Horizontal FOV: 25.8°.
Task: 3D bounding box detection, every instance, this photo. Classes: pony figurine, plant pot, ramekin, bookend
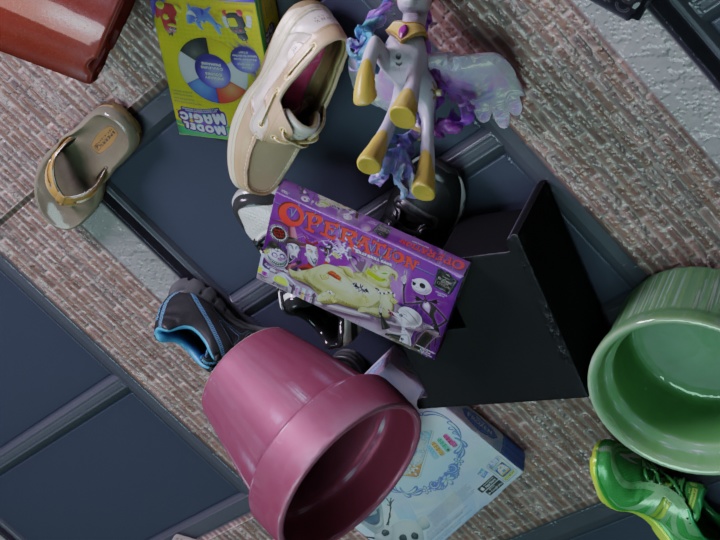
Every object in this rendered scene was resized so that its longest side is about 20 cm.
[{"bbox_3d":[0.050,-0.165,1.391,0.165,0.201,0.194,2,145,16],"label":"pony figurine"},{"bbox_3d":[-0.064,0.163,1.650,0.179,0.199,0.201,42,143,30],"label":"plant pot"},{"bbox_3d":[-0.306,-0.279,1.453,0.194,0.202,0.201,25,136,-7],"label":"plant pot"},{"bbox_3d":[0.327,0.092,1.518,0.198,0.098,0.201,14,133,15],"label":"ramekin"},{"bbox_3d":[0.120,0.030,1.571,0.199,0.092,0.200,-8,123,33],"label":"bookend"}]

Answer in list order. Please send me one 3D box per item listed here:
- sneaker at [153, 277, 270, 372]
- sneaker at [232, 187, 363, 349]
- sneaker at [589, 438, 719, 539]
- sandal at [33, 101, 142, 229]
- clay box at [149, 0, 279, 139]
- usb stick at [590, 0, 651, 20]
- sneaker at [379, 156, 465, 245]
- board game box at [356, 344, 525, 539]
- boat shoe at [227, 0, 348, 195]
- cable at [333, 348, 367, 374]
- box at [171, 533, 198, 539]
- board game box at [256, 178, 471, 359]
[{"bbox_3d":[-0.141,0.093,1.764,0.199,0.082,0.073,30,134,-2],"label":"sneaker"},{"bbox_3d":[-0.064,-0.003,1.637,0.200,0.088,0.075,45,135,-13],"label":"sneaker"},{"bbox_3d":[0.323,0.236,1.669,0.199,0.074,0.083,36,138,-20],"label":"sneaker"},{"bbox_3d":[-0.302,-0.106,1.687,0.080,0.054,0.200,39,134,-10],"label":"sandal"},{"bbox_3d":[-0.131,-0.198,1.527,0.114,0.048,0.201,8,131,20],"label":"clay box"},{"bbox_3d":[0.158,-0.277,1.326,0.199,0.033,0.056,29,128,1],"label":"usb stick"},{"bbox_3d":[0.042,-0.024,1.565,0.075,0.088,0.201,29,135,0],"label":"sneaker"},{"bbox_3d":[0.046,0.213,1.764,0.199,0.043,0.200,39,117,-12],"label":"board game box"},{"bbox_3d":[-0.066,-0.150,1.474,0.069,0.073,0.201,46,125,39],"label":"boat shoe"},{"bbox_3d":[-0.015,0.171,1.813,0.096,0.050,0.202,7,119,31],"label":"cable"},{"bbox_3d":[-0.168,0.420,2.066,0.198,0.082,0.069,12,132,15],"label":"box"},{"bbox_3d":[0.000,0.000,1.527,0.199,0.032,0.121,24,129,9],"label":"board game box"}]
